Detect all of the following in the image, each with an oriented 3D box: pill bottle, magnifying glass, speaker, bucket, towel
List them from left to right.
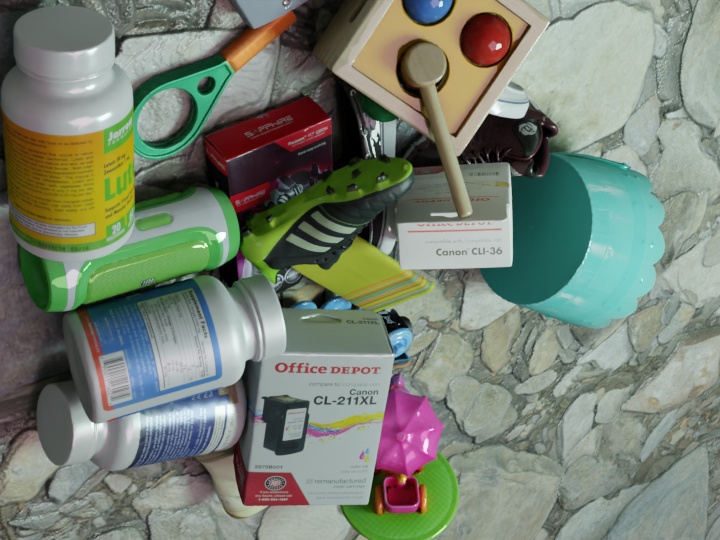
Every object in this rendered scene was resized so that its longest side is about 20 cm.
[{"bbox_3d":[-0.250,-0.118,1.194,0.110,0.111,0.201,-18,133,-29],"label":"pill bottle"},{"bbox_3d":[-0.218,-0.022,1.325,0.199,0.088,0.089,-17,133,-31],"label":"speaker"},{"bbox_3d":[-0.226,0.145,1.437,0.199,0.111,0.112,-6,126,-39],"label":"pill bottle"},{"bbox_3d":[-0.178,0.069,1.343,0.198,0.112,0.113,-15,132,-20],"label":"pill bottle"},{"bbox_3d":[-0.142,-0.182,1.310,0.200,0.022,0.080,-40,140,-4],"label":"magnifying glass"},{"bbox_3d":[0.000,0.000,1.484,0.085,0.018,0.200,-21,153,22],"label":"towel"},{"bbox_3d":[0.239,-0.040,1.628,0.134,0.207,0.208,11,115,-43],"label":"bucket"}]

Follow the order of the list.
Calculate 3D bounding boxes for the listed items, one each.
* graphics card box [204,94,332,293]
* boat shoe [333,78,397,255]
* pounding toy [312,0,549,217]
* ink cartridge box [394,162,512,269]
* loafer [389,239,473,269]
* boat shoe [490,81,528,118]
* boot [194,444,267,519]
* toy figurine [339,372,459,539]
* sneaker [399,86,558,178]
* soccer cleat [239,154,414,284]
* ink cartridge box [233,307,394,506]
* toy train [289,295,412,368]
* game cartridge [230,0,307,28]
[{"bbox_3d":[-0.089,-0.067,1.428,0.125,0.051,0.201,-25,137,-25],"label":"graphics card box"},{"bbox_3d":[0.000,-0.108,1.442,0.066,0.070,0.202,-9,116,-22],"label":"boat shoe"},{"bbox_3d":[0.069,-0.194,1.328,0.183,0.142,0.201,31,99,-20],"label":"pounding toy"},{"bbox_3d":[0.097,-0.051,1.415,0.115,0.200,0.068,-2,108,7],"label":"ink cartridge box"},{"bbox_3d":[0.045,-0.029,1.559,0.198,0.071,0.074,10,82,-28],"label":"loafer"},{"bbox_3d":[0.110,-0.212,1.456,0.199,0.074,0.066,12,112,-41],"label":"boat shoe"},{"bbox_3d":[-0.099,0.184,1.617,0.199,0.072,0.155,-36,137,-12],"label":"boot"},{"bbox_3d":[0.048,0.194,1.639,0.149,0.201,0.185,-1,142,-3],"label":"toy figurine"},{"bbox_3d":[0.133,-0.120,1.526,0.200,0.115,0.076,-39,140,-9],"label":"sneaker"},{"bbox_3d":[-0.026,-0.050,1.352,0.199,0.068,0.081,-23,123,24],"label":"soccer cleat"},{"bbox_3d":[-0.053,0.148,1.491,0.144,0.083,0.202,1,120,-13],"label":"ink cartridge box"},{"bbox_3d":[-0.029,0.093,1.594,0.199,0.087,0.115,-4,134,-41],"label":"toy train"},{"bbox_3d":[-0.050,-0.319,1.262,0.200,0.041,0.133,-41,137,-6],"label":"game cartridge"}]
